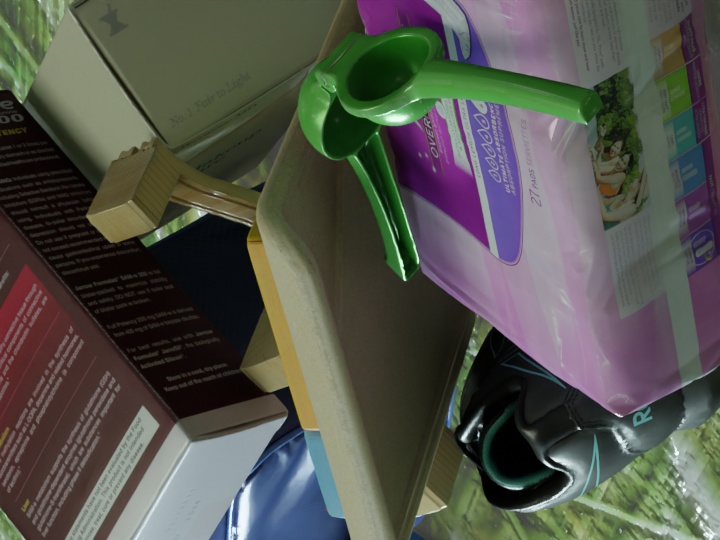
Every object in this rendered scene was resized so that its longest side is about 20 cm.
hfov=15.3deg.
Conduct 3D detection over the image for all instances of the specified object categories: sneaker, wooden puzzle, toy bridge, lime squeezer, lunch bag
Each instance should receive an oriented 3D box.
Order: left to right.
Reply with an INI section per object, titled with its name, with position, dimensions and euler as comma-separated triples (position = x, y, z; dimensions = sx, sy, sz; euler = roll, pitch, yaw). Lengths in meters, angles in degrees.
[lunch bag]
position = -0.039, 0.075, 1.198
dimensions = 0.132, 0.136, 0.200
euler = 49, 157, 26
[toy bridge]
position = -0.024, 0.017, 1.060
dimensions = 0.027, 0.067, 0.200
euler = -21, 126, 39
[wooden puzzle]
position = 0.000, 0.000, 0.987
dimensions = 0.200, 0.037, 0.185
euler = -77, -22, -50
[lime squeezer]
position = 0.013, -0.044, 0.835
dimensions = 0.071, 0.038, 0.200
euler = 58, 160, 4
[sneaker]
position = 0.065, 0.051, 1.010
dimensions = 0.075, 0.079, 0.200
euler = 56, 161, 3

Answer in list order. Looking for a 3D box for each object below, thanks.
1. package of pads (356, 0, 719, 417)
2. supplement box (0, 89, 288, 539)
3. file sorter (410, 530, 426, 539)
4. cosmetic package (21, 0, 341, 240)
[package of pads]
position = 0.058, -0.061, 0.870
dimensions = 0.120, 0.076, 0.200
euler = 35, 149, 45
[supplement box]
position = -0.130, 0.031, 1.107
dimensions = 0.200, 0.061, 0.109
euler = 48, 126, 23
[file sorter]
position = 0.020, 0.224, 1.295
dimensions = 0.200, 0.123, 0.139
euler = 27, 143, 55
[cosmetic package]
position = -0.080, -0.075, 1.132
dimensions = 0.073, 0.103, 0.200
euler = 56, 161, 2
